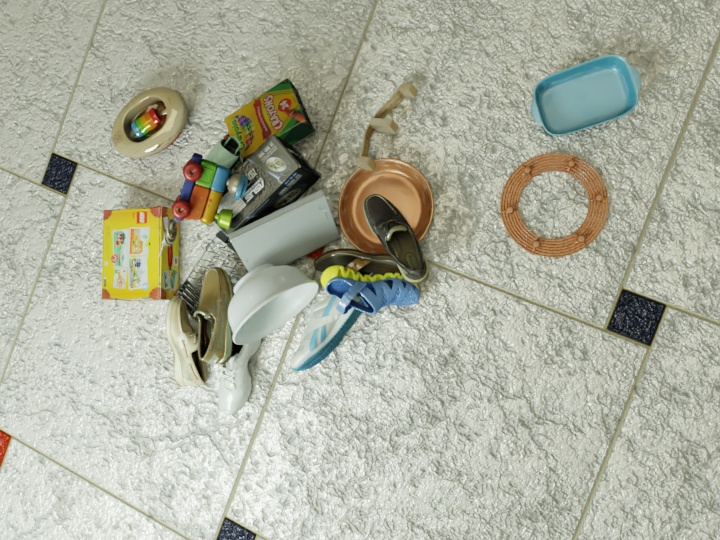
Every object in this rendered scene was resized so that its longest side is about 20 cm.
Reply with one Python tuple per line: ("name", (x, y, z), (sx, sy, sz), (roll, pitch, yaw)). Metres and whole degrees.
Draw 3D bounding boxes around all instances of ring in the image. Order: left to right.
("ring", (0.368, -0.126, 1.104), (0.198, 0.019, 0.203), (-1, 86, 13))

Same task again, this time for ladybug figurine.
("ladybug figurine", (-0.468, -0.325, 1.298), (0.199, 0.072, 0.137), (-27, 81, 11))

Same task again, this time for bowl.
("bowl", (-0.186, 0.051, 1.141), (0.201, 0.201, 0.091), (-39, 76, 9))

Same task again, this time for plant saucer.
("plant saucer", (0.052, -0.125, 1.175), (0.198, 0.037, 0.203), (-1, 86, 15))

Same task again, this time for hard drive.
("hard drive", (-0.147, -0.068, 1.150), (0.198, 0.132, 0.026), (-26, 53, -5))

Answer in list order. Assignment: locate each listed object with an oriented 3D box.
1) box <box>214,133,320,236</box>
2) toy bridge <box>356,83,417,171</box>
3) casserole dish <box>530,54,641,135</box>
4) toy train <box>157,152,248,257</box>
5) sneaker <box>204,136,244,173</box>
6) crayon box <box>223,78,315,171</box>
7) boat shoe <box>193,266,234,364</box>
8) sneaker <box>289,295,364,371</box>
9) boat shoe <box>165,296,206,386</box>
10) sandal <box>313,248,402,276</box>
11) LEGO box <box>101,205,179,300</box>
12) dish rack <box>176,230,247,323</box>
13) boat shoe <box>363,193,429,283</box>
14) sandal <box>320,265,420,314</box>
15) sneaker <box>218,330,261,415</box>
("box", (-0.196, -0.162, 1.170), (0.200, 0.164, 0.086), (-42, 85, 7))
("toy bridge", (0.046, -0.296, 1.175), (0.067, 0.027, 0.201), (19, 77, 47))
("casserole dish", (0.422, -0.325, 1.092), (0.198, 0.039, 0.123), (-17, 83, 13))
("toy train", (-0.289, -0.103, 1.068), (0.115, 0.085, 0.202), (17, 102, -16))
("sneaker", (-0.273, -0.215, 1.183), (0.074, 0.201, 0.118), (39, 100, -11))
("crayon box", (-0.208, -0.300, 1.226), (0.199, 0.051, 0.128), (-29, 63, 11))
("boat shoe", (-0.299, 0.085, 1.161), (0.071, 0.076, 0.202), (-18, 69, 27))
("sneaker", (-0.080, 0.119, 1.180), (0.081, 0.077, 0.200), (39, 89, 20))
("boat shoe", (-0.368, 0.152, 1.236), (0.064, 0.072, 0.203), (-2, 103, 7))
("sandal", (0.000, 0.000, 1.157), (0.197, 0.082, 0.055), (7, 64, 7))
("LEGO box", (-0.486, -0.035, 1.283), (0.147, 0.077, 0.203), (-1, 86, 14))
("dish rack", (-0.296, 0.025, 1.246), (0.153, 0.055, 0.201), (38, 98, 15))
("boat shoe", (0.069, -0.071, 1.104), (0.073, 0.065, 0.201), (-33, 73, -5))
("sandal", (0.022, 0.051, 1.116), (0.198, 0.080, 0.088), (4, 47, -14))
("sneaker", (-0.267, 0.204, 1.210), (0.074, 0.087, 0.203), (10, 90, 13))
